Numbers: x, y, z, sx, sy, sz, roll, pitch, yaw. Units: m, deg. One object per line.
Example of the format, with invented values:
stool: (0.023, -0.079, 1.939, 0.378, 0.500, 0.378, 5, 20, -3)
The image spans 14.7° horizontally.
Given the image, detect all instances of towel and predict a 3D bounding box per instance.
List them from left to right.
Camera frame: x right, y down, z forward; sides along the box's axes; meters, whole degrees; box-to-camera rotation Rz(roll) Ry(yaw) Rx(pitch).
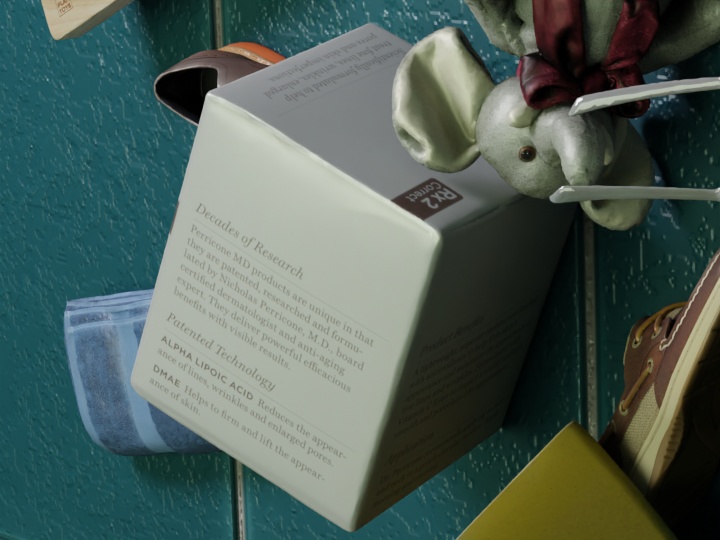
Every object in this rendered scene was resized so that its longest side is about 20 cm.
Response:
towel: (-0.127, 0.067, 1.849, 0.199, 0.048, 0.112, -7, 94, 51)

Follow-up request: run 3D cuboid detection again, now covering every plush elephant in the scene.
plush elephant: (0.107, -0.103, 1.440, 0.200, 0.164, 0.156, -167, 85, -78)

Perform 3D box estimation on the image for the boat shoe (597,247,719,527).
boat shoe: (0.166, 0.049, 1.473, 0.072, 0.072, 0.201, 46, 137, 32)

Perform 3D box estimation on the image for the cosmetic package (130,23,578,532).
cosmetic package: (0.000, 0.000, 1.557, 0.165, 0.165, 0.201, 31, 123, 22)

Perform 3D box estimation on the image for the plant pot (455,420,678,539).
plant pot: (0.102, 0.240, 1.479, 0.176, 0.200, 0.200, 39, 150, 16)

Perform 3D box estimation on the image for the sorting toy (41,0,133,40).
sorting toy: (-0.145, -0.275, 1.770, 0.200, 0.069, 0.200, -26, 79, 51)

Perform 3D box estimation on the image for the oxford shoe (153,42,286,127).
oxford shoe: (-0.047, -0.090, 1.693, 0.199, 0.072, 0.072, 18, 112, 47)

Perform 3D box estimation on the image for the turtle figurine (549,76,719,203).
turtle figurine: (0.194, -0.070, 1.255, 0.200, 0.144, 0.194, 46, 110, 16)
